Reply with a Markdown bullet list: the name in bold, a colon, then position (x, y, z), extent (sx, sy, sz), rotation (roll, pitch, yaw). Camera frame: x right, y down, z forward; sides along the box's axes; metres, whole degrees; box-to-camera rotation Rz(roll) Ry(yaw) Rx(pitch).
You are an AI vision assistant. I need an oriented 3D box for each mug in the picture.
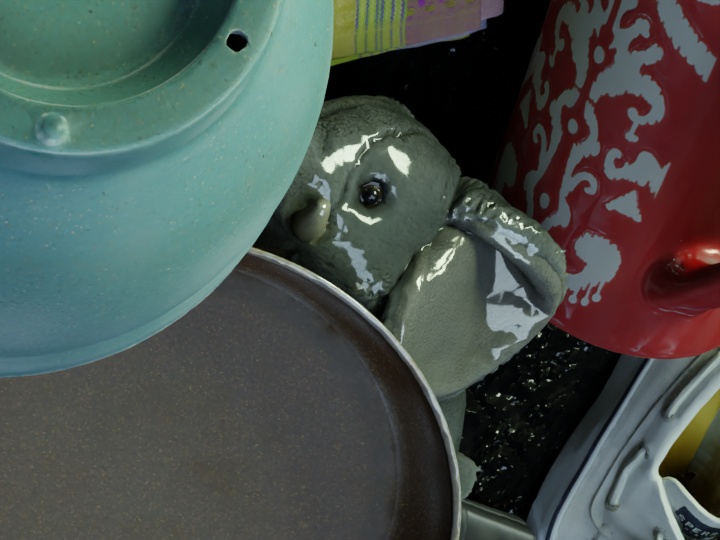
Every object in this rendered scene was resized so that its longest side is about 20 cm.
- **mug**: position (0.116, -0.066, 0.917), extent (0.133, 0.178, 0.201), rotation (23, 126, 1)

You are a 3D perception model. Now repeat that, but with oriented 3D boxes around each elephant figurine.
- **elephant figurine**: position (0.000, 0.000, 0.924), extent (0.141, 0.155, 0.201), rotation (26, 113, 3)

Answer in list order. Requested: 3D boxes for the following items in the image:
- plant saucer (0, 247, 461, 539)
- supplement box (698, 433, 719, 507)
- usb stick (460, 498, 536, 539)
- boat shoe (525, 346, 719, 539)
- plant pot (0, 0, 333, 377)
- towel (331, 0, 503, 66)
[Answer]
- **plant saucer**: position (-0.066, 0.073, 0.872), extent (0.199, 0.032, 0.201), rotation (0, 115, 0)
- **supplement box**: position (0.257, 0.114, 1.169), extent (0.199, 0.134, 0.201), rotation (-4, 129, -27)
- **usb stick**: position (-0.002, 0.105, 1.080), extent (0.199, 0.033, 0.056), rotation (23, 91, -42)
- **boat shoe**: position (0.135, 0.096, 1.118), extent (0.074, 0.086, 0.203), rotation (5, 124, -33)
- **plant pot**: position (-0.092, -0.078, 0.726), extent (0.199, 0.202, 0.134), rotation (-15, 176, -18)
- **towel**: position (-0.015, -0.144, 0.869), extent (0.143, 0.023, 0.201), rotation (-14, 132, -18)
